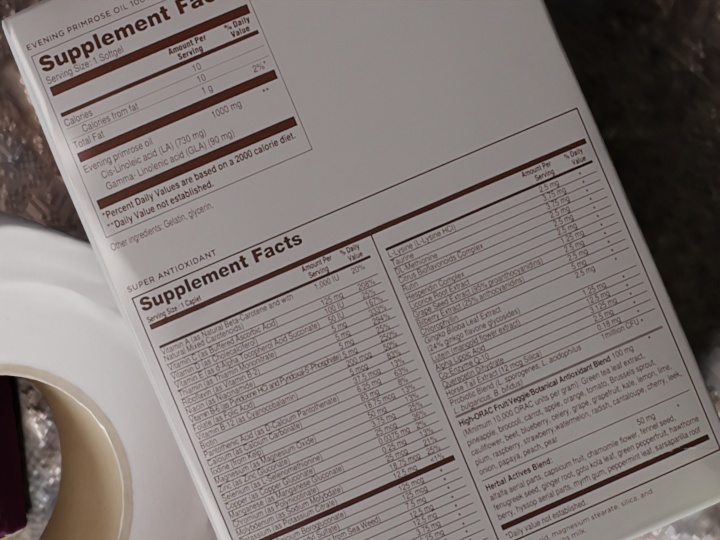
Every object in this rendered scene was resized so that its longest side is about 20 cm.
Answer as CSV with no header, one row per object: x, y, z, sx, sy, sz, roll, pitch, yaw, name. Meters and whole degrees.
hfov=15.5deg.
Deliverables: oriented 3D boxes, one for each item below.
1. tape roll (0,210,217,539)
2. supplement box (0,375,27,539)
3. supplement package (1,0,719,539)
-0.142,0.080,0.940,0.071,0.201,0.204,19,116,62,tape roll
-0.253,0.067,1.053,0.199,0.131,0.104,3,104,33,supplement box
0.000,0.000,0.810,0.146,0.191,0.201,-23,89,-4,supplement package
